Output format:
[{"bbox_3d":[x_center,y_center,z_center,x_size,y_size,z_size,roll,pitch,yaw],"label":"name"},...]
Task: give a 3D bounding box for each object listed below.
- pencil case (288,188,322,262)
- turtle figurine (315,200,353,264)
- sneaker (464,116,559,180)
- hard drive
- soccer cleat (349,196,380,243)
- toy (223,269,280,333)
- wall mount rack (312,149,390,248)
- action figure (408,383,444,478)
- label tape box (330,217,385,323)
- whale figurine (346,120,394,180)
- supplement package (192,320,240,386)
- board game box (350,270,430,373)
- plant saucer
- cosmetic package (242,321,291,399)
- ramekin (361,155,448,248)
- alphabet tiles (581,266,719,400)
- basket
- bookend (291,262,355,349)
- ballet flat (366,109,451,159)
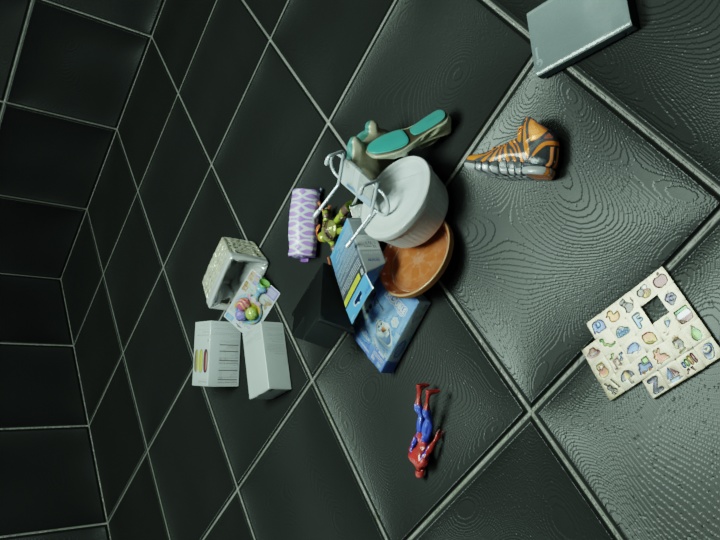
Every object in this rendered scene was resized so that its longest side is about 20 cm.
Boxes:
[{"bbox_3d":[-0.155,-0.128,1.832,0.086,0.084,0.201,124,152,-83],"label":"pencil case"},{"bbox_3d":[-0.068,-0.117,1.733,0.161,0.064,0.201,-32,60,44],"label":"turtle figurine"},{"bbox_3d":[0.299,-0.237,1.304,0.199,0.077,0.113,11,88,40],"label":"sneaker"},{"bbox_3d":[0.404,-0.460,1.235,0.200,0.033,0.140,-21,68,48],"label":"hard drive"},{"bbox_3d":[0.009,-0.124,1.623,0.068,0.085,0.201,-3,81,50],"label":"soccer cleat"},{"bbox_3d":[-0.334,0.107,1.995,0.115,0.047,0.200,40,114,9],"label":"toy"},{"bbox_3d":[-0.030,-0.157,1.455,0.200,0.074,0.174,44,143,27],"label":"wall mount rack"},{"bbox_3d":[0.136,0.344,1.417,0.065,0.052,0.201,18,103,56],"label":"action figure"},{"bbox_3d":[0.000,0.000,1.538,0.143,0.066,0.201,117,142,-47],"label":"label tape box"},{"bbox_3d":[0.006,-0.269,1.557,0.103,0.200,0.160,9,102,25],"label":"whale figurine"},{"bbox_3d":[-0.452,0.263,2.106,0.114,0.109,0.201,-10,76,50],"label":"supplement package"},{"bbox_3d":[0.053,0.099,1.564,0.200,0.043,0.200,47,119,44],"label":"board game box"},{"bbox_3d":[0.125,-0.030,1.469,0.200,0.032,0.201,-30,45,35],"label":"plant saucer"},{"bbox_3d":[-0.268,0.257,1.905,0.113,0.081,0.201,-31,62,44],"label":"cosmetic package"},{"bbox_3d":[0.104,-0.142,1.468,0.202,0.094,0.203,-29,46,35],"label":"ramekin"},{"bbox_3d":[0.458,0.119,1.090,0.200,0.008,0.168,-48,50,35],"label":"alphabet tiles"},{"bbox_3d":[-0.391,0.010,2.056,0.200,0.135,0.123,-61,42,24],"label":"basket"},{"bbox_3d":[-0.096,0.124,1.637,0.199,0.092,0.200,-56,21,35],"label":"bookend"},{"bbox_3d":[0.111,-0.282,1.471,0.199,0.062,0.068,-24,49,5],"label":"ballet flat"}]
